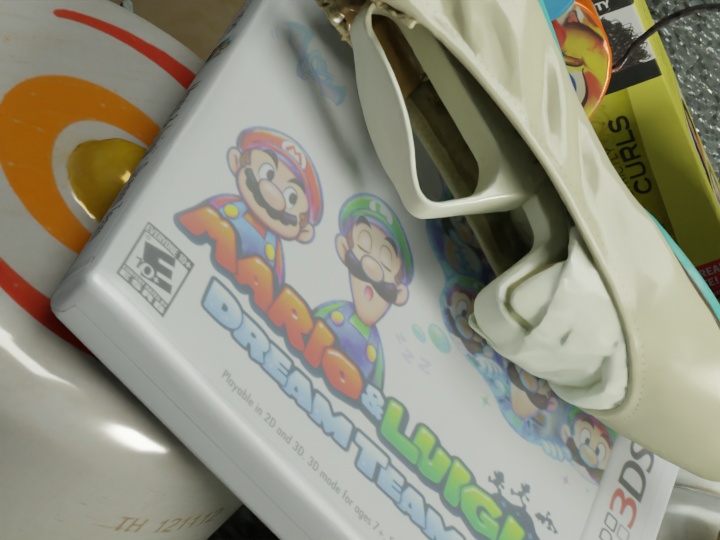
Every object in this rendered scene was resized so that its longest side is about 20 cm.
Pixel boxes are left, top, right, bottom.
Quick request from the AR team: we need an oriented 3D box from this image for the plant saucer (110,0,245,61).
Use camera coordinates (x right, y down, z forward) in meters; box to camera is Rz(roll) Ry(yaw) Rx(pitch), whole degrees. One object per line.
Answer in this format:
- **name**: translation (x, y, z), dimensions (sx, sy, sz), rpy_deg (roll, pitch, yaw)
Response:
- **plant saucer**: translation (-0.051, -0.100, 1.097), dimensions (0.199, 0.029, 0.201), rpy_deg (27, 40, -25)

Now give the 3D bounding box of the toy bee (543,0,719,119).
- **toy bee**: translation (0.043, -0.079, 0.928), dimensions (0.199, 0.109, 0.131), rpy_deg (29, 16, 12)

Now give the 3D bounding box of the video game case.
- **video game case**: translation (0.015, 0.023, 0.832), dimensions (0.200, 0.024, 0.182), rpy_deg (46, 37, -14)

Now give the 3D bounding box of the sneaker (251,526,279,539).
- **sneaker**: translation (0.025, 0.168, 0.878), dimensions (0.090, 0.078, 0.201), rpy_deg (12, 48, -41)

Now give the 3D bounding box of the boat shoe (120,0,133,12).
- **boat shoe**: translation (-0.105, -0.070, 0.969), dimensions (0.199, 0.068, 0.074), rpy_deg (47, 50, 2)

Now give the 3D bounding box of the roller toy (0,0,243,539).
- **roller toy**: translation (-0.105, 0.007, 0.846), dimensions (0.200, 0.140, 0.183), rpy_deg (41, 36, -6)

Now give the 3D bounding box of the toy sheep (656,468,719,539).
- **toy sheep**: translation (0.094, 0.109, 0.957), dimensions (0.138, 0.138, 0.200), rpy_deg (33, 33, -18)

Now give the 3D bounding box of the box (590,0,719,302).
- **box**: translation (0.089, -0.053, 1.075), dimensions (0.200, 0.075, 0.050), rpy_deg (61, 16, -51)

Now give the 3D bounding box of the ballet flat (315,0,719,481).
- **ballet flat**: translation (0.047, -0.016, 0.833), dimensions (0.069, 0.069, 0.201), rpy_deg (-28, 88, -53)
